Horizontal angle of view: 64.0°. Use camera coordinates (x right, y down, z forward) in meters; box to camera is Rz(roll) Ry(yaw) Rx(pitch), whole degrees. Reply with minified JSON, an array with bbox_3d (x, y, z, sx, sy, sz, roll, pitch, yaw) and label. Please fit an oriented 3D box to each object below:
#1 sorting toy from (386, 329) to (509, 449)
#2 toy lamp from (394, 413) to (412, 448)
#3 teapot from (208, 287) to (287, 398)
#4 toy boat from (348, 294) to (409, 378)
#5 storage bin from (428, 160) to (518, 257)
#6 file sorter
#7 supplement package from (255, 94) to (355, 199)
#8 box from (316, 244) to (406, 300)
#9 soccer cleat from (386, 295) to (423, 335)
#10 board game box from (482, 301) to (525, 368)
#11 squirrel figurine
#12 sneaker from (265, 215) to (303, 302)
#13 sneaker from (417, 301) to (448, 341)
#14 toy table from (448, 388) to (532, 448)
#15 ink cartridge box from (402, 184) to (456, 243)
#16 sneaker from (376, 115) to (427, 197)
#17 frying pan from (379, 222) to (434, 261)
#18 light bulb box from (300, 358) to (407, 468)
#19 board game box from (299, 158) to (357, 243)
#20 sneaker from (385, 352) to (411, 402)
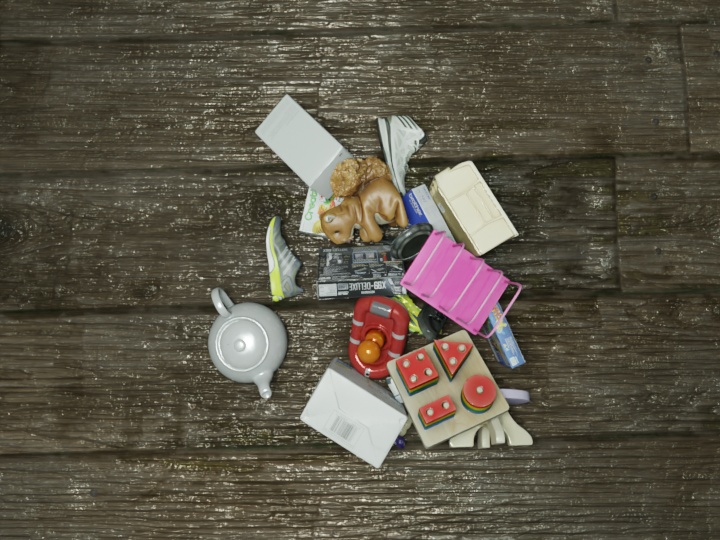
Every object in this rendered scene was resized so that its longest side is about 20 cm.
[{"bbox_3d":[0.184,0.236,1.219,0.197,0.070,0.201,-21,60,-10],"label":"sorting toy"},{"bbox_3d":[0.136,0.316,1.339,0.058,0.058,0.201,33,87,2],"label":"toy lamp"},{"bbox_3d":[-0.263,0.161,1.307,0.198,0.146,0.199,17,86,2],"label":"teapot"},{"bbox_3d":[0.030,0.160,1.286,0.129,0.131,0.202,16,121,13],"label":"toy boat"},{"bbox_3d":[0.241,-0.129,1.301,0.093,0.200,0.200,-31,86,0],"label":"storage bin"},{"bbox_3d":[0.206,0.026,1.180,0.199,0.125,0.140,34,89,-4],"label":"file sorter"},{"bbox_3d":[-0.121,-0.281,1.323,0.117,0.117,0.200,-47,70,6],"label":"supplement package"},{"bbox_3d":[0.000,0.000,1.313,0.198,0.158,0.050,-4,119,-1],"label":"box"},{"bbox_3d":[0.104,0.092,1.350,0.199,0.065,0.084,23,91,3],"label":"soccer cleat"},{"bbox_3d":[0.302,0.118,1.314,0.034,0.135,0.202,-23,87,-1],"label":"board game box"},{"bbox_3d":[-0.010,-0.156,1.303,0.185,0.142,0.202,-17,105,-5],"label":"squirrel figurine"},{"bbox_3d":[-0.181,-0.030,1.366,0.080,0.074,0.202,-6,92,-10],"label":"sneaker"},{"bbox_3d":[0.191,0.076,1.305,0.104,0.200,0.060,-38,100,24],"label":"sneaker"},{"bbox_3d":[0.283,0.333,1.290,0.198,0.184,0.118,-5,69,9],"label":"toy table"},{"bbox_3d":[0.159,-0.090,1.347,0.044,0.094,0.201,-25,86,-29],"label":"ink cartridge box"},{"bbox_3d":[0.110,-0.278,1.373,0.114,0.076,0.203,-11,83,1],"label":"sneaker"},{"bbox_3d":[0.088,-0.053,1.312,0.031,0.189,0.116,49,42,-30],"label":"frying pan"},{"bbox_3d":[-0.013,0.304,1.269,0.197,0.200,0.125,32,88,2],"label":"light bulb box"},{"bbox_3d":[-0.063,-0.177,1.386,0.125,0.035,0.202,12,86,2],"label":"board game box"},{"bbox_3d":[0.141,0.212,1.313,0.200,0.073,0.071,-38,96,-28],"label":"sneaker"}]
